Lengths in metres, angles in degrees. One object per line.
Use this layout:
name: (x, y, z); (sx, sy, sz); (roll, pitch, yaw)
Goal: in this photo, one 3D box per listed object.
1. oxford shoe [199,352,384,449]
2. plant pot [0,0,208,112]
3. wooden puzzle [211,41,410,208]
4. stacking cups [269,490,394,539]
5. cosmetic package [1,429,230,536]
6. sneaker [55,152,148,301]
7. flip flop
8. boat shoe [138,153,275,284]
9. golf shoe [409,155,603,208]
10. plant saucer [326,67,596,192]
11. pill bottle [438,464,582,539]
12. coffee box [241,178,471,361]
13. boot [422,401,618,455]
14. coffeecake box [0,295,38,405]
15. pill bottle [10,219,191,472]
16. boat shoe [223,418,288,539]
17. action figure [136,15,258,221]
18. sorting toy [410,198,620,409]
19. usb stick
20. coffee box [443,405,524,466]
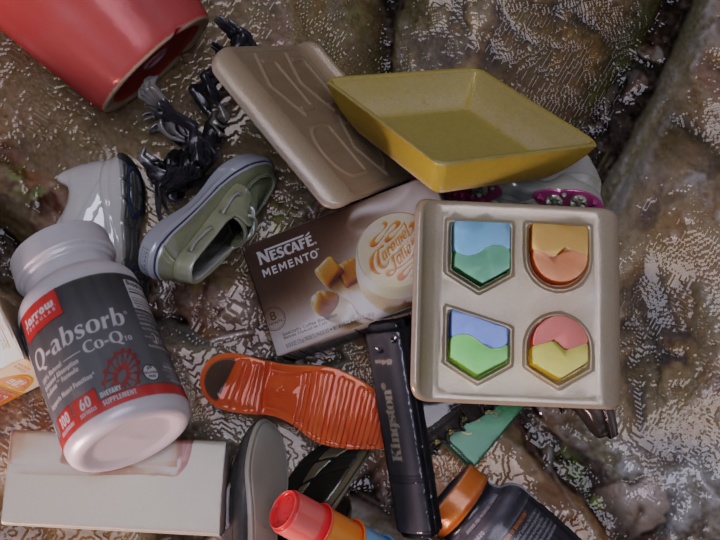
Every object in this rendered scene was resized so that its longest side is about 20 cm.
oxford shoe: (-0.053, 0.121, 1.168); (0.197, 0.073, 0.072); (18, 89, 4)
plant pot: (-0.256, -0.268, 1.180); (0.200, 0.200, 0.178); (-42, 93, -10)
wooden puzzle: (-0.047, -0.141, 1.184); (0.046, 0.200, 0.186); (-43, 84, 27)
stacking cups: (0.002, 0.257, 1.113); (0.199, 0.060, 0.061); (38, 78, -27)
cosmetic package: (-0.224, 0.199, 1.132); (0.197, 0.103, 0.089); (4, 78, -4)
sneaker: (-0.258, -0.013, 1.194); (0.086, 0.075, 0.203); (-5, 75, 11)
flip flop: (-0.044, 0.252, 1.154); (0.057, 0.081, 0.202); (35, 67, -33)
boat shoe: (-0.132, -0.044, 1.162); (0.061, 0.073, 0.200); (22, 43, 20)
golf shoe: (0.150, -0.092, 1.235); (0.197, 0.076, 0.092); (11, 49, 4)
plant saucer: (0.092, -0.134, 1.170); (0.198, 0.200, 0.049); (-10, 124, -33)
pill bottle: (0.154, 0.275, 1.141); (0.200, 0.106, 0.106); (42, 80, 4)
coffee box: (0.000, 0.000, 1.173); (0.198, 0.080, 0.116); (-20, 80, 6)
boot: (0.128, 0.118, 1.151); (0.173, 0.069, 0.201); (-37, 79, -4)
coffeecake box: (-0.397, 0.105, 1.111); (0.198, 0.154, 0.074); (-27, 82, -8)
pill bottle: (-0.236, 0.065, 1.071); (0.115, 0.116, 0.202); (-24, 66, -8)
boat shoe: (-0.107, 0.234, 1.133); (0.056, 0.067, 0.202); (-24, 47, 26)
action figure: (-0.174, -0.148, 1.196); (0.101, 0.119, 0.202); (29, 70, -8)
sorting toy: (0.145, 0.028, 1.099); (0.197, 0.036, 0.188); (4, 77, -7)
usb stick: (0.040, 0.146, 1.111); (0.032, 0.055, 0.203); (-10, 91, -32)
coffee box: (0.129, 0.082, 1.206); (0.123, 0.044, 0.200); (40, 79, 4)
